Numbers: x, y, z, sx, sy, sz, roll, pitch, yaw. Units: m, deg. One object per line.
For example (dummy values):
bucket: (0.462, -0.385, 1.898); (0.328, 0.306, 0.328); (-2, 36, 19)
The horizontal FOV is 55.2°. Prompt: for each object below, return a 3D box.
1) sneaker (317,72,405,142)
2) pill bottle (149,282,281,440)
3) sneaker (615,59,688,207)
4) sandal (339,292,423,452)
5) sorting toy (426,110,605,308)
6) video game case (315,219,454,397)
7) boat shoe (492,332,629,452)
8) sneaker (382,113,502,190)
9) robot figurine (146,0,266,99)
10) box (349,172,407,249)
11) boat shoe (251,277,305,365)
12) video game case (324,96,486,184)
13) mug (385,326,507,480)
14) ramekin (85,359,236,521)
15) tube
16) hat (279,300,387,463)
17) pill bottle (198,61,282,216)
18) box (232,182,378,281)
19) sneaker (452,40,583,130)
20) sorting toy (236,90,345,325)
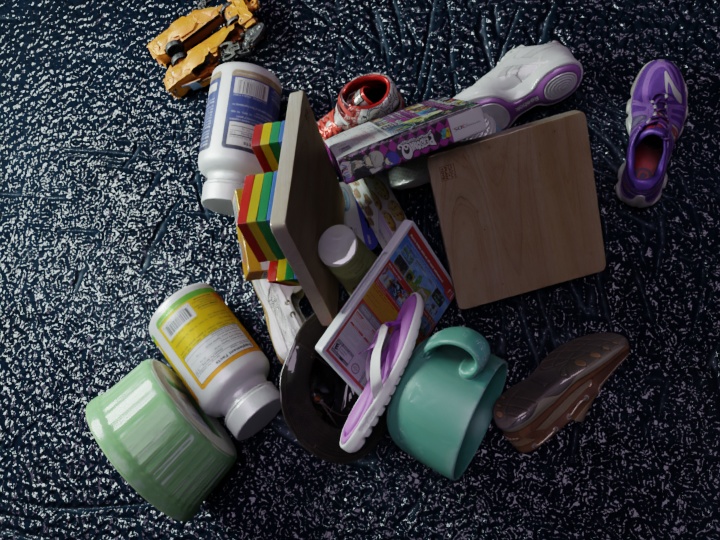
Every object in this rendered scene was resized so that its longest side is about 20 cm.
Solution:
sneaker: (-0.032, -0.216, 0.992); (0.196, 0.108, 0.069); (-21, 72, 8)
pill bottle: (-0.194, 0.126, 0.946); (0.111, 0.111, 0.201); (-42, 71, 0)
sneaker: (0.386, -0.185, 0.894); (0.078, 0.083, 0.206); (9, 78, 15)
sandal: (0.019, 0.115, 0.817); (0.049, 0.082, 0.207); (26, 82, -12)
sorting toy: (0.194, -0.080, 0.878); (0.193, 0.070, 0.205); (-15, 109, 3)
video game case: (0.040, 0.059, 0.875); (0.017, 0.144, 0.202); (16, 64, 48)
boat shoe: (0.255, 0.150, 0.858); (0.197, 0.076, 0.073); (-33, 108, -6)
sneaker: (0.115, -0.148, 0.963); (0.196, 0.081, 0.076); (-13, 63, 36)
robot figurine: (-0.241, -0.373, 1.109); (0.197, 0.058, 0.148); (-30, 72, 6)
box: (0.038, -0.070, 0.959); (0.041, 0.039, 0.204); (-18, 73, -31)
boat shoe: (-0.107, 0.032, 0.973); (0.068, 0.071, 0.205); (-22, 81, 6)
video game case: (0.047, -0.170, 0.868); (0.177, 0.200, 0.037); (-22, 108, -1)
mug: (0.103, 0.143, 0.840); (0.112, 0.151, 0.190); (23, 103, 23)
ramekin: (-0.251, 0.213, 0.898); (0.097, 0.201, 0.200); (-42, 70, -8)
tube: (0.000, 0.000, 0.882); (0.056, 0.200, 0.054); (-7, 71, 13)
hat: (-0.036, 0.147, 0.912); (0.080, 0.196, 0.207); (-16, 70, 56)
pill bottle: (-0.181, -0.191, 1.021); (0.108, 0.111, 0.206); (3, 77, 14)
box: (-0.074, -0.058, 0.963); (0.194, 0.041, 0.122); (-5, 72, -23)
sneaker: (0.209, -0.259, 0.975); (0.195, 0.075, 0.102); (-20, 49, 11)
sorting toy: (-0.080, -0.069, 0.839); (0.067, 0.201, 0.205); (-6, 54, 13)
